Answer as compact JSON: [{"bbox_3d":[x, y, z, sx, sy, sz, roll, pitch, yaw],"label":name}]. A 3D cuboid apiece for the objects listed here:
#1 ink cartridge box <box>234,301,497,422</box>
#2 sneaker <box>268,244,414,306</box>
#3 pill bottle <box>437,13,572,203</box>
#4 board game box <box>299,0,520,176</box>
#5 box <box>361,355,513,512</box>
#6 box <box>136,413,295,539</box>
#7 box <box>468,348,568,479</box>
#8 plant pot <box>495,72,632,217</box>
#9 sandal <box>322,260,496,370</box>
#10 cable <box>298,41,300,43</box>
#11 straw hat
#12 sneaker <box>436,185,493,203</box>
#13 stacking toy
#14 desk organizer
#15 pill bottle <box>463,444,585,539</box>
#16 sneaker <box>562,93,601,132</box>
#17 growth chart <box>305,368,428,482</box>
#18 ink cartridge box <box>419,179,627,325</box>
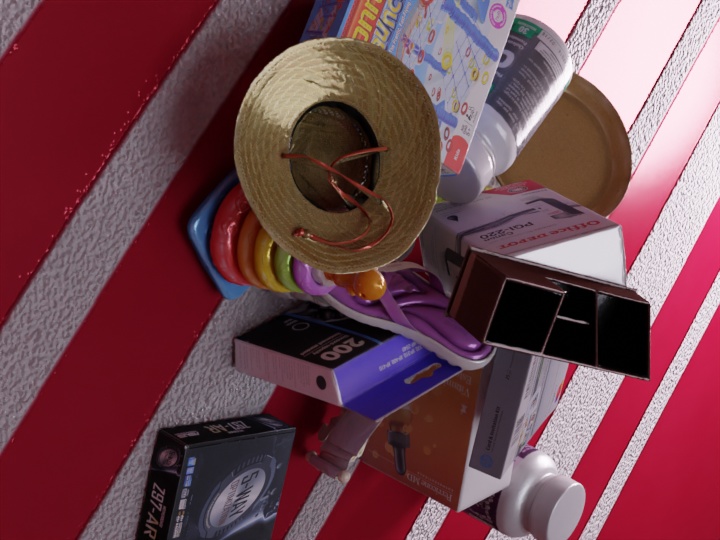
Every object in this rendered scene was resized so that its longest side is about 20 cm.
[{"bbox_3d":[0.008,0.072,1.301,0.197,0.199,0.044,-26,120,-41],"label":"ink cartridge box"},{"bbox_3d":[0.000,0.000,1.339,0.199,0.099,0.079,-23,129,-43],"label":"sneaker"},{"bbox_3d":[0.139,-0.175,1.404,0.201,0.112,0.114,-53,142,-28],"label":"pill bottle"},{"bbox_3d":[0.046,-0.223,1.239,0.195,0.056,0.202,30,73,-38],"label":"board game box"},{"bbox_3d":[0.100,0.148,1.499,0.106,0.151,0.202,-14,118,-48],"label":"box"},{"bbox_3d":[-0.153,0.254,1.324,0.159,0.043,0.202,0,108,-51],"label":"box"},{"bbox_3d":[0.181,0.107,1.370,0.200,0.041,0.157,-33,139,-58],"label":"box"},{"bbox_3d":[0.229,-0.144,1.530,0.198,0.027,0.202,7,72,-21],"label":"plant pot"},{"bbox_3d":[0.048,0.024,1.255,0.050,0.201,0.083,-55,-169,52],"label":"sandal"},{"bbox_3d":[-0.012,-0.175,1.290,0.199,0.051,0.165,-10,121,-49],"label":"cable"},{"bbox_3d":[-0.028,-0.098,1.142,0.199,0.085,0.203,0,90,-16],"label":"straw hat"},{"bbox_3d":[0.118,-0.070,1.461,0.199,0.090,0.079,-1,111,-48],"label":"sneaker"},{"bbox_3d":[-0.051,-0.017,1.183,0.110,0.199,0.117,-48,137,-23],"label":"stacking toy"},{"bbox_3d":[0.188,0.043,1.217,0.198,0.077,0.072,13,104,-25],"label":"desk organizer"},{"bbox_3d":[0.175,0.262,1.611,0.112,0.199,0.113,-27,127,-41],"label":"pill bottle"},{"bbox_3d":[0.248,-0.121,1.615,0.089,0.078,0.202,-16,115,-33],"label":"sneaker"},{"bbox_3d":[0.014,0.141,1.395,0.018,0.145,0.201,38,88,-17],"label":"growth chart"},{"bbox_3d":[0.163,-0.019,1.342,0.144,0.200,0.086,-15,114,-16],"label":"ink cartridge box"}]
